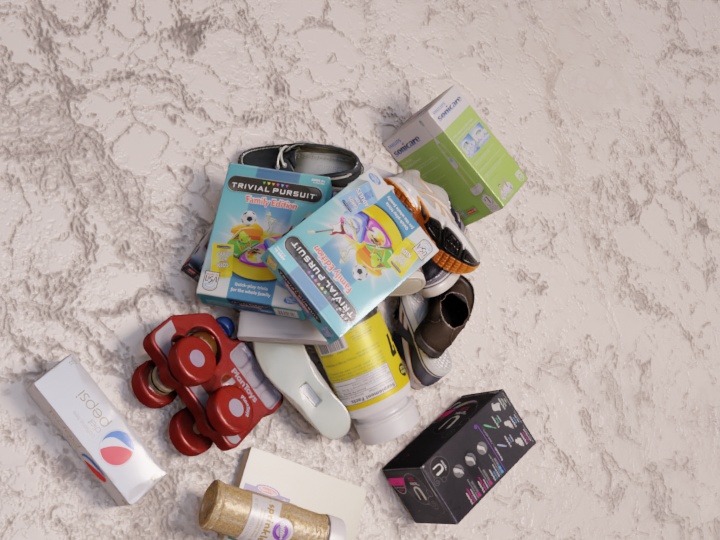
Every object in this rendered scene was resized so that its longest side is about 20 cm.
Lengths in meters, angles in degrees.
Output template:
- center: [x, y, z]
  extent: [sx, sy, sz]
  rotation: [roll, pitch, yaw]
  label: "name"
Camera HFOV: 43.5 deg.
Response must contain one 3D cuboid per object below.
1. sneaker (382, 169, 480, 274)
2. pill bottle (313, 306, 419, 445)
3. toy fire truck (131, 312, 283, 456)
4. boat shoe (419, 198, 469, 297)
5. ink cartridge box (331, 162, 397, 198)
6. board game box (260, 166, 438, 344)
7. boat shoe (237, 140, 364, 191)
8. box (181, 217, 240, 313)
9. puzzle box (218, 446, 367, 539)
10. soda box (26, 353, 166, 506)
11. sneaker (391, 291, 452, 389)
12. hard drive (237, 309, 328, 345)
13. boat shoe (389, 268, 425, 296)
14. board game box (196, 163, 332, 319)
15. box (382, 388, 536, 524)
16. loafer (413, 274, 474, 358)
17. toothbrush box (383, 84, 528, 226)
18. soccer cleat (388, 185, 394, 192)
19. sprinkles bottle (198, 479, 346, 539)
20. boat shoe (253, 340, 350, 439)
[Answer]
- center: [0.121, -0.085, 1.398]
  extent: [0.200, 0.076, 0.092]
  rotation: [47, 50, 8]
  label: "sneaker"
- center: [0.007, 0.149, 1.348]
  extent: [0.114, 0.114, 0.202]
  rotation: [-27, 97, -31]
  label: "pill bottle"
- center: [-0.206, 0.146, 1.252]
  extent: [0.201, 0.112, 0.168]
  rotation: [54, 35, -7]
  label: "toy fire truck"
- center: [0.119, -0.044, 1.454]
  extent: [0.093, 0.074, 0.201]
  rotation: [60, 27, -21]
  label: "boat shoe"
- center: [-0.001, -0.095, 1.435]
  extent: [0.198, 0.076, 0.138]
  rotation: [16, 69, -26]
  label: "ink cartridge box"
- center: [-0.012, -0.023, 1.228]
  extent: [0.200, 0.047, 0.151]
  rotation: [-40, 91, -25]
  label: "board game box"
- center: [-0.093, -0.164, 1.364]
  extent: [0.197, 0.060, 0.077]
  rotation: [2, 71, 4]
  label: "boat shoe"
- center: [-0.156, 0.012, 1.344]
  extent: [0.199, 0.035, 0.111]
  rotation: [39, 62, -15]
  label: "box"
- center: [-0.094, 0.348, 1.295]
  extent: [0.199, 0.025, 0.134]
  rotation: [26, 66, -21]
  label: "puzzle box"
- center: [-0.342, 0.209, 1.169]
  extent: [0.064, 0.068, 0.201]
  rotation: [-41, 98, -31]
  label: "soda box"
- center: [0.085, 0.095, 1.439]
  extent: [0.078, 0.079, 0.202]
  rotation: [20, 43, -30]
  label: "sneaker"
- center: [-0.102, 0.004, 1.302]
  extent: [0.130, 0.026, 0.202]
  rotation: [3, 69, 4]
  label: "hard drive"
- center: [0.000, 0.000, 1.371]
  extent: [0.198, 0.072, 0.060]
  rotation: [-1, 59, -15]
  label: "boat shoe"
- center: [-0.133, -0.043, 1.275]
  extent: [0.149, 0.047, 0.202]
  rotation: [9, 70, 6]
  label: "board game box"
- center: [0.153, 0.286, 1.392]
  extent: [0.199, 0.122, 0.107]
  rotation: [-36, 96, -32]
  label: "box"
- center: [0.147, 0.062, 1.406]
  extent: [0.073, 0.071, 0.200]
  rotation: [41, 35, -7]
  label: "loafer"
- center: [0.157, -0.183, 1.506]
  extent: [0.200, 0.145, 0.086]
  rotation: [48, 59, -9]
  label: "toothbrush box"
- center: [0.029, -0.044, 1.315]
  extent: [0.085, 0.070, 0.202]
  rotation: [-7, 61, -2]
  label: "soccer cleat"
- center: [-0.118, 0.345, 1.228]
  extent: [0.198, 0.068, 0.069]
  rotation: [23, 67, -21]
  label: "sprinkles bottle"
- center: [-0.092, 0.164, 1.321]
  extent: [0.070, 0.071, 0.202]
  rotation: [-38, 92, -17]
  label: "boat shoe"
